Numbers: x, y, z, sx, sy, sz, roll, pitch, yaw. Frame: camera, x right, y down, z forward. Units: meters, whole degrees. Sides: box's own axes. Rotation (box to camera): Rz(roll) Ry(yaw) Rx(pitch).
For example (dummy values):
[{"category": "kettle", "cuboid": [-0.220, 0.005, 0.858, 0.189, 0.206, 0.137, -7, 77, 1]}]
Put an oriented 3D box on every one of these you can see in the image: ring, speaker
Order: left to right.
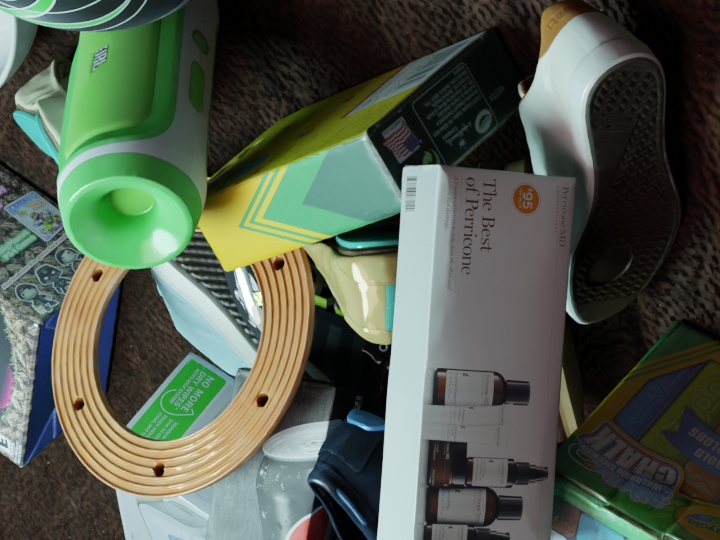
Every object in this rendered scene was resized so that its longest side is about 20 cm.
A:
[{"category": "speaker", "cuboid": [-0.127, -0.098, 1.272, 0.088, 0.201, 0.089, 0, 137, 0]}, {"category": "ring", "cuboid": [-0.108, 0.041, 1.343, 0.199, 0.202, 0.019, 10, 171, 37]}]

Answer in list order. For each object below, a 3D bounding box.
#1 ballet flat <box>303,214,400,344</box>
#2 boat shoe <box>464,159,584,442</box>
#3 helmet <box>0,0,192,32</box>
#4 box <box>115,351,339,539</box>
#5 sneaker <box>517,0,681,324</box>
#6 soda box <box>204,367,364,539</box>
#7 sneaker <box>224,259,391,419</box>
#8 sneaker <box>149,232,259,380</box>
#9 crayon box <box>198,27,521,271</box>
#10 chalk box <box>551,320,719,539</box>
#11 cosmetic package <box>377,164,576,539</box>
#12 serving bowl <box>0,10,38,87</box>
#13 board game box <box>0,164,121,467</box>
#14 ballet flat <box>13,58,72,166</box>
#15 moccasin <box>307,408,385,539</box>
[{"category": "ballet flat", "cuboid": [0.000, 0.000, 1.264, 0.068, 0.200, 0.064, -6, 100, -2]}, {"category": "boat shoe", "cuboid": [0.082, 0.021, 1.259, 0.070, 0.071, 0.201, -11, 125, 11]}, {"category": "helmet", "cuboid": [-0.154, -0.226, 1.209, 0.200, 0.200, 0.191, 46, 148, 3]}, {"category": "box", "cuboid": [-0.067, 0.176, 1.490, 0.176, 0.097, 0.201, 32, 153, 17]}, {"category": "sneaker", "cuboid": [0.126, -0.062, 1.194, 0.201, 0.072, 0.085, 88, 156, -44]}, {"category": "soda box", "cuboid": [-0.054, 0.164, 1.340, 0.070, 0.063, 0.202, 10, 88, 18]}, {"category": "sneaker", "cuboid": [-0.001, 0.039, 1.391, 0.083, 0.072, 0.200, -35, 98, 31]}, {"category": "sneaker", "cuboid": [-0.115, 0.001, 1.445, 0.201, 0.074, 0.082, 54, 141, -2]}, {"category": "crayon box", "cuboid": [-0.012, -0.064, 1.258, 0.199, 0.127, 0.051, -17, 109, 49]}, {"category": "chalk box", "cuboid": [0.167, 0.148, 1.203, 0.123, 0.200, 0.125, 28, 137, 22]}, {"category": "cosmetic package", "cuboid": [0.061, 0.049, 1.139, 0.051, 0.082, 0.202, -177, 91, -66]}, {"category": "serving bowl", "cuboid": [-0.277, -0.211, 1.427, 0.199, 0.066, 0.201, 24, 134, 27]}, {"category": "board game box", "cuboid": [-0.281, 0.013, 1.585, 0.199, 0.097, 0.160, 33, 138, 18]}, {"category": "ballet flat", "cuboid": [-0.172, -0.093, 1.375, 0.200, 0.069, 0.070, 41, 154, 63]}, {"category": "moccasin", "cuboid": [0.008, 0.174, 1.318, 0.080, 0.068, 0.201, 13, 135, 45]}]
